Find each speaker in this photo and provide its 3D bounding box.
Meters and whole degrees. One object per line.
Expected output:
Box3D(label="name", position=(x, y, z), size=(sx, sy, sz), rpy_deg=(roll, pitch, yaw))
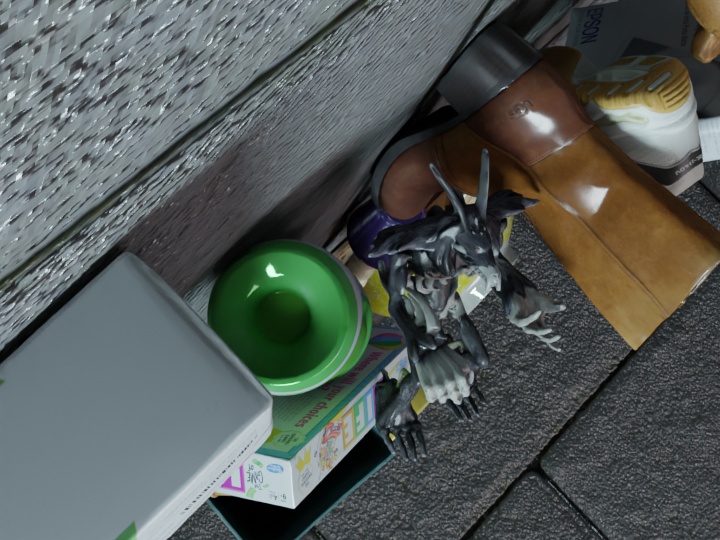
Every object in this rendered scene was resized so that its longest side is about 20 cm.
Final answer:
Box3D(label="speaker", position=(-0.038, 0.029, 0.799), size=(0.088, 0.088, 0.200), rpy_deg=(-45, 176, -1))

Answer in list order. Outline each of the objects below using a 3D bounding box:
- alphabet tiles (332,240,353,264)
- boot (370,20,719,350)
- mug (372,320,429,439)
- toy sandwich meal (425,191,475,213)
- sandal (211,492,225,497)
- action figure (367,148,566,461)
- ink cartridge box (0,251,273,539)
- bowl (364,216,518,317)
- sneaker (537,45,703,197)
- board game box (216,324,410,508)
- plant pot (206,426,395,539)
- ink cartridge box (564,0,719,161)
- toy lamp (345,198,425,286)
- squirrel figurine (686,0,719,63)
Box3D(label="alphabet tiles", position=(-0.019, -0.007, 1.190), size=(0.200, 0.006, 0.166), rpy_deg=(-43, 175, -22))
Box3D(label="boot", position=(0.114, -0.033, 0.857), size=(0.068, 0.200, 0.188), rpy_deg=(-40, 174, -44))
Box3D(label="mug", position=(-0.004, 0.104, 1.404), size=(0.149, 0.153, 0.187), rpy_deg=(-40, 174, -42))
Box3D(label="toy sandwich meal", position=(0.092, -0.088, 1.094), size=(0.205, 0.070, 0.205), rpy_deg=(-51, 173, -9))
Box3D(label="sandal", position=(-0.095, 0.135, 0.987), size=(0.200, 0.054, 0.081), rpy_deg=(8, 115, -41))
Box3D(label="action figure", position=(0.062, 0.027, 0.811), size=(0.119, 0.102, 0.200), rpy_deg=(-23, 145, -26))
Box3D(label="ink cartridge box", position=(-0.114, 0.084, 0.579), size=(0.146, 0.084, 0.200), rpy_deg=(-44, 176, -10))
Box3D(label="bowl", position=(0.082, -0.020, 1.266), size=(0.200, 0.108, 0.200), rpy_deg=(-49, 178, -3))
Box3D(label="sneaker", position=(0.141, -0.091, 0.883), size=(0.076, 0.088, 0.200), rpy_deg=(-33, -154, -16))
Box3D(label="board game box", position=(-0.057, 0.085, 0.909), size=(0.200, 0.134, 0.034), rpy_deg=(-38, 129, -56))
Box3D(label="plant pot", position=(-0.079, 0.142, 1.165), size=(0.141, 0.141, 0.200), rpy_deg=(-41, -178, -8))
Box3D(label="ink cartridge box", position=(0.241, -0.144, 0.977), size=(0.199, 0.041, 0.200), rpy_deg=(-6, -143, 21))
Box3D(label="toy lamp", position=(0.000, 0.000, 1.039), size=(0.058, 0.058, 0.200), rpy_deg=(-42, 172, -31))
Box3D(label="squirrel figurine", position=(0.277, -0.197, 0.856), size=(0.142, 0.200, 0.187), rpy_deg=(-42, -172, 46))
